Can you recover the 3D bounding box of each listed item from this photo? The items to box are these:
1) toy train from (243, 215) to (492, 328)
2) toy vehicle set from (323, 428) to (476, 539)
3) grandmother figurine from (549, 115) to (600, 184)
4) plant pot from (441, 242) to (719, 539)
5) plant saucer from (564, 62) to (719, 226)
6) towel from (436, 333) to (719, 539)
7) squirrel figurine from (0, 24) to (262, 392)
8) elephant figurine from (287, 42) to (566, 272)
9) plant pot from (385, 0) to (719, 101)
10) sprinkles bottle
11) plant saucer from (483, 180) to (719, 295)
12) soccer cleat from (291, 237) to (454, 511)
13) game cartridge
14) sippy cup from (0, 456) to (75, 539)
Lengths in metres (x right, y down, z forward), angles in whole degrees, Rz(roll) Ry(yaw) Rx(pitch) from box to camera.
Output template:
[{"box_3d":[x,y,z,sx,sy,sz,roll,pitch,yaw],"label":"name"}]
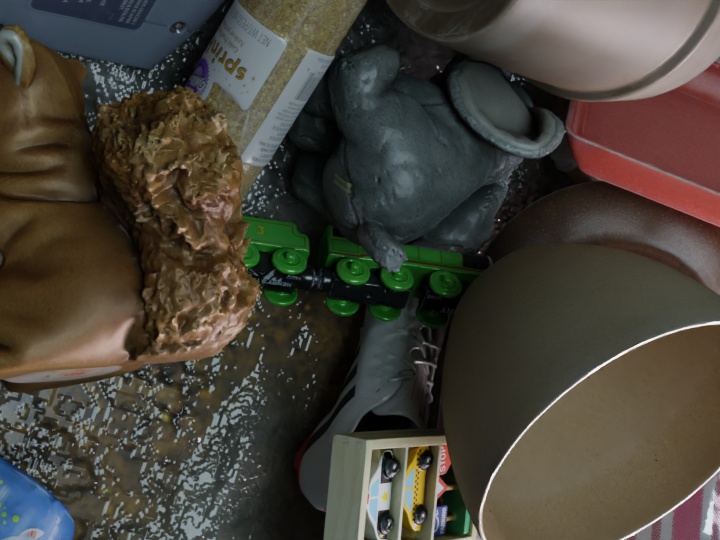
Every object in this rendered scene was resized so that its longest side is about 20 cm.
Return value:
[{"box_3d":[0.000,0.000,0.830,0.199,0.056,0.042,8,133,-13],"label":"toy train"},{"box_3d":[0.023,0.198,0.796,0.124,0.026,0.201,4,91,-51],"label":"toy vehicle set"},{"box_3d":[0.189,-0.026,0.963,0.121,0.060,0.200,-46,121,-49],"label":"grandmother figurine"},{"box_3d":[0.128,0.061,0.783,0.200,0.135,0.201,-18,138,-17],"label":"plant pot"},{"box_3d":[0.236,-0.091,0.898,0.199,0.200,0.037,22,125,0],"label":"plant saucer"},{"box_3d":[0.149,0.117,0.863,0.199,0.030,0.147,7,80,6],"label":"towel"},{"box_3d":[-0.149,-0.039,0.701,0.199,0.142,0.187,-10,81,14],"label":"squirrel figurine"},{"box_3d":[0.063,-0.087,0.834,0.200,0.141,0.156,-5,96,-28],"label":"elephant figurine"},{"box_3d":[0.103,-0.192,0.739,0.173,0.200,0.201,-12,102,-44],"label":"plant pot"},{"box_3d":[-0.068,-0.100,0.753,0.068,0.068,0.200,23,111,-30],"label":"sprinkles bottle"},{"box_3d":[0.176,0.036,0.903,0.200,0.037,0.201,3,115,7],"label":"plant saucer"},{"box_3d":[0.023,0.071,0.860,0.069,0.085,0.200,33,79,-28],"label":"soccer cleat"},{"box_3d":[-0.119,-0.191,0.701,0.133,0.200,0.041,11,52,-31],"label":"game cartridge"},{"box_3d":[-0.229,0.166,0.706,0.130,0.139,0.178,-56,144,-25],"label":"sippy cup"}]
